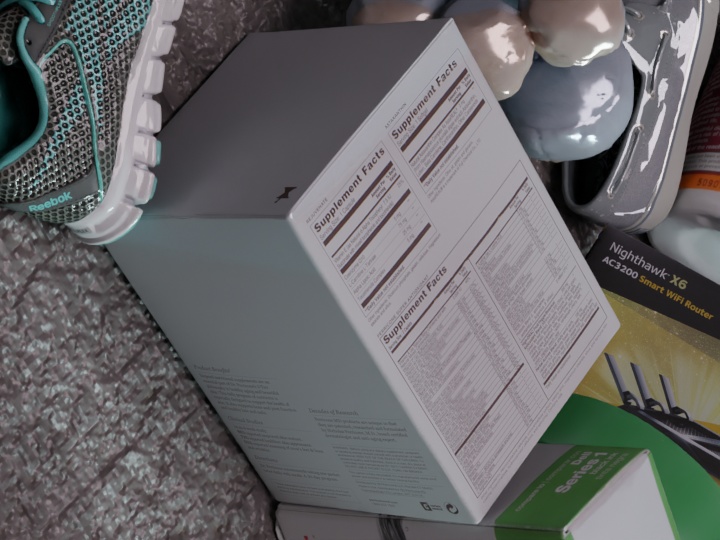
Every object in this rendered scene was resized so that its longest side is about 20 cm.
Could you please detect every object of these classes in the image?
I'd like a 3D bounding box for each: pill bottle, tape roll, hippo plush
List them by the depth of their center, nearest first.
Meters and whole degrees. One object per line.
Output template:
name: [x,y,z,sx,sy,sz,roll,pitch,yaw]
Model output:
hippo plush: [0.064,-0.122,1.381,0.159,0.200,0.161,-46,146,-25]
tape roll: [0.125,0.163,1.395,0.048,0.200,0.201,-39,117,-39]
pill bottle: [0.262,-0.087,1.584,0.114,0.114,0.201,44,62,-36]

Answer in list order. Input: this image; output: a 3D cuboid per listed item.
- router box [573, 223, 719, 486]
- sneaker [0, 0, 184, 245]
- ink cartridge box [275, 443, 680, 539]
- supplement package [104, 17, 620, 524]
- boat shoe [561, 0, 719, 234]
router box: [0.189,0.089,1.477,0.199,0.052,0.158,28,63,5]
sneaker: [-0.138,-0.116,1.219,0.091,0.077,0.201,8,84,-40]
ink cartridge box: [0.070,0.167,1.345,0.084,0.199,0.147,-39,118,-40]
supplement package: [0.000,0.000,1.301,0.151,0.151,0.200,-51,124,-31]
boat shoe: [0.158,-0.124,1.511,0.071,0.070,0.202,12,86,-47]
